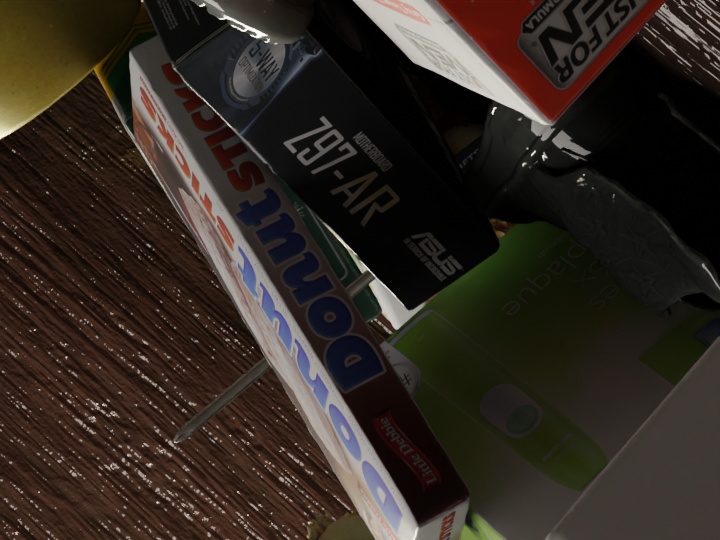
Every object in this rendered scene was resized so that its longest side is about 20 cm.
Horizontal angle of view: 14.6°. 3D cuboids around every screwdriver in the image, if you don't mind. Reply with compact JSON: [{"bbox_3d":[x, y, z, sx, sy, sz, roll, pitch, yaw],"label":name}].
[{"bbox_3d":[0.000,0.000,1.095,0.029,0.200,0.028,58,-170,22],"label":"screwdriver"}]

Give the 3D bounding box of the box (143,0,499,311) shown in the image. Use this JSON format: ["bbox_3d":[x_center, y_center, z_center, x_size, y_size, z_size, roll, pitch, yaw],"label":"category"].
[{"bbox_3d":[-0.035,-0.100,1.023,0.160,0.044,0.200,46,-167,-43],"label":"box"}]

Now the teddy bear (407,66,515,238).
[{"bbox_3d":[0.027,-0.058,1.279,0.145,0.067,0.200,53,180,-12],"label":"teddy bear"}]

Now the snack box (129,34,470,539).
[{"bbox_3d":[-0.023,0.012,0.974,0.200,0.024,0.072,58,165,19],"label":"snack box"}]

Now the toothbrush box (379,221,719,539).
[{"bbox_3d":[0.108,0.061,0.985,0.200,0.146,0.086,40,168,49],"label":"toothbrush box"}]

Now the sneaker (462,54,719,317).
[{"bbox_3d":[0.090,-0.022,0.933,0.104,0.060,0.200,46,174,8],"label":"sneaker"}]

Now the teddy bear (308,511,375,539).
[{"bbox_3d":[0.066,0.152,1.089,0.200,0.067,0.145,11,-159,-31],"label":"teddy bear"}]

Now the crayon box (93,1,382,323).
[{"bbox_3d":[-0.060,-0.047,1.186,0.126,0.052,0.200,58,178,-19],"label":"crayon box"}]

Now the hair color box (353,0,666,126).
[{"bbox_3d":[-0.013,-0.132,0.727,0.200,0.061,0.102,45,176,-25],"label":"hair color box"}]

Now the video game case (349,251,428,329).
[{"bbox_3d":[-0.033,-0.069,1.229,0.182,0.023,0.200,57,179,13],"label":"video game case"}]

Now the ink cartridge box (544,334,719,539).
[{"bbox_3d":[0.136,0.063,0.756,0.086,0.148,0.200,39,175,20],"label":"ink cartridge box"}]

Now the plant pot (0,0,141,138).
[{"bbox_3d":[-0.174,-0.137,1.181,0.142,0.200,0.200,50,174,-19],"label":"plant pot"}]

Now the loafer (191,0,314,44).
[{"bbox_3d":[-0.052,-0.155,0.905,0.075,0.070,0.200,21,-152,-49],"label":"loafer"}]
